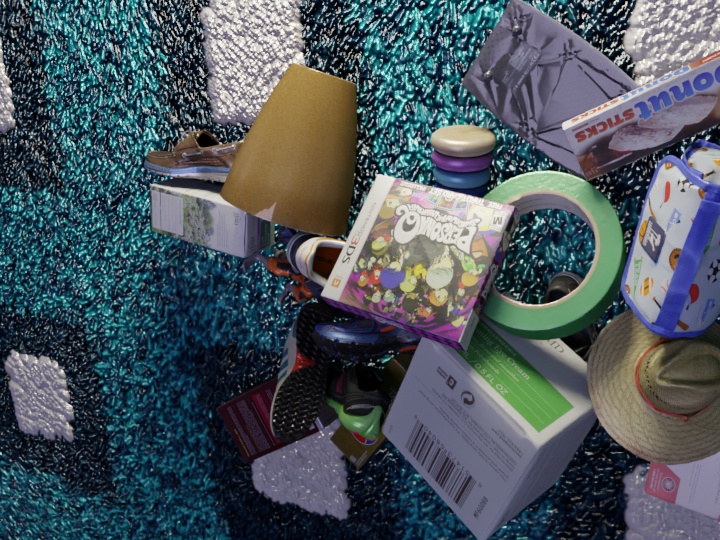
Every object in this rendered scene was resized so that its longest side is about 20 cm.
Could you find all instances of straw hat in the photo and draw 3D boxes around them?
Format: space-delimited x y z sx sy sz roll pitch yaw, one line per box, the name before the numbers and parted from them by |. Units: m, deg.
straw hat | 0.365 0.117 0.913 0.198 0.085 0.204 0 73 0

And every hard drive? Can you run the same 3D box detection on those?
hard drive | 0.233 -0.219 0.974 0.200 0.042 0.136 41 123 13

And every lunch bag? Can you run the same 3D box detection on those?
lunch bag | 0.359 -0.036 0.863 0.123 0.199 0.172 22 117 23

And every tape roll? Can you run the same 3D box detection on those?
tape roll | 0.218 -0.019 0.983 0.198 0.048 0.203 -8 69 22

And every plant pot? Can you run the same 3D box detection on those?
plant pot | -0.079 -0.174 1.117 0.185 0.186 0.203 22 102 23

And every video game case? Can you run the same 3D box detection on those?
video game case | 0.072 -0.016 0.992 0.198 0.036 0.183 17 73 29

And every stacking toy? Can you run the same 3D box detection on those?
stacking toy | 0.133 -0.084 1.067 0.084 0.085 0.203 13 119 27

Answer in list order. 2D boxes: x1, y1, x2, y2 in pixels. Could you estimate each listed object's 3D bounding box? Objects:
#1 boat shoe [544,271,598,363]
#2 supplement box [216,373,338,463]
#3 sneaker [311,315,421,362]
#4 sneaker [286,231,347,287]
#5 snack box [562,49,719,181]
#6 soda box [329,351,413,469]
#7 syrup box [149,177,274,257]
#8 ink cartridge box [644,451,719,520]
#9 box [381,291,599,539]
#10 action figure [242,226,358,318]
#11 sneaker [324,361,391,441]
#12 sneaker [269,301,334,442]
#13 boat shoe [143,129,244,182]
boat shoe | 0.280 0.102 1.043 0.068 0.056 0.203 -15 97 34
supplement box | -0.137 0.234 1.341 0.199 0.061 0.110 -29 89 34
sneaker | 0.028 0.079 1.140 0.076 0.197 0.079 111 153 -60
sneaker | 0.000 0.000 1.102 0.079 0.197 0.080 -141 62 -65
snack box | 0.332 -0.174 0.903 0.198 0.024 0.072 -24 113 22
soda box | 0.036 0.206 1.224 0.068 0.064 0.201 42 122 13
syrup box | -0.234 -0.088 1.281 0.198 0.081 0.080 15 114 26
ink cartridge box | 0.458 0.240 0.974 0.198 0.067 0.118 16 114 28
box | 0.170 0.180 1.030 0.199 0.170 0.202 44 134 27
action figure | -0.075 -0.018 1.193 0.191 0.105 0.201 -7 133 27
sneaker | -0.004 0.172 1.151 0.076 0.200 0.084 34 89 -26
sneaker | -0.084 0.150 1.178 0.069 0.093 0.203 13 78 -6
boat shoe | -0.252 -0.183 1.274 0.197 0.072 0.074 7 105 19
